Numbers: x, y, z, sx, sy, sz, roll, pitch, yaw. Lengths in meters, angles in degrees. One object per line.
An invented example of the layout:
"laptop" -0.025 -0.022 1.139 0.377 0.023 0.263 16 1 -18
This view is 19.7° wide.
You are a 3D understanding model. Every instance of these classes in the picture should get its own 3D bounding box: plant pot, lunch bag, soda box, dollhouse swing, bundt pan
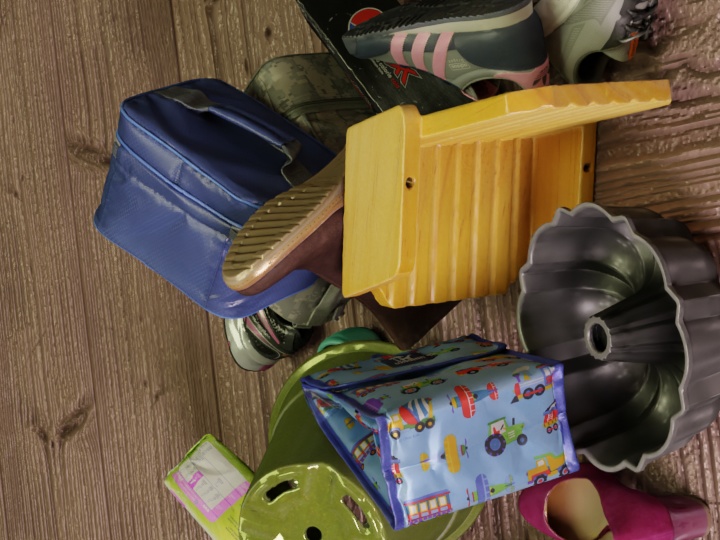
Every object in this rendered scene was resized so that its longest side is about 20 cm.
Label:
"plant pot" -0.012 0.181 1.680 0.200 0.190 0.200 6 109 17
"lunch bag" -0.107 -0.065 1.674 0.200 0.136 0.132 33 126 25
"soda box" 0.031 -0.162 1.704 0.200 0.071 0.063 54 178 20
"lunch bag" -0.035 -0.066 1.791 0.200 0.139 0.168 -53 51 42
"dollhouse swing" 0.120 -0.055 1.537 0.176 0.200 0.182 12 104 48
"lunch bag" 0.052 0.104 1.589 0.200 0.150 0.094 -145 43 -65
"bundt pan" 0.202 0.044 1.527 0.202 0.076 0.202 23 118 54

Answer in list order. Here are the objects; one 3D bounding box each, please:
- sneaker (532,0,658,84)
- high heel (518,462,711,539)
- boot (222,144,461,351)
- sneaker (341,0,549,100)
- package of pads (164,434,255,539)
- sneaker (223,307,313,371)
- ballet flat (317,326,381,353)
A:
"sneaker" 0.198 -0.207 1.528 0.079 0.074 0.200 61 144 15
"high heel" 0.166 0.186 1.587 0.200 0.096 0.067 -8 88 53
"boot" 0.000 0.000 1.599 0.072 0.200 0.166 9 135 52
"sneaker" 0.064 -0.166 1.607 0.200 0.070 0.082 4 122 52
"package of pads" -0.079 0.249 1.880 0.068 0.155 0.200 -44 48 -5
"sneaker" -0.086 -0.012 1.937 0.086 0.080 0.200 -17 88 41
"ballet flat" 0.013 0.138 1.809 0.067 0.070 0.200 -53 54 42
